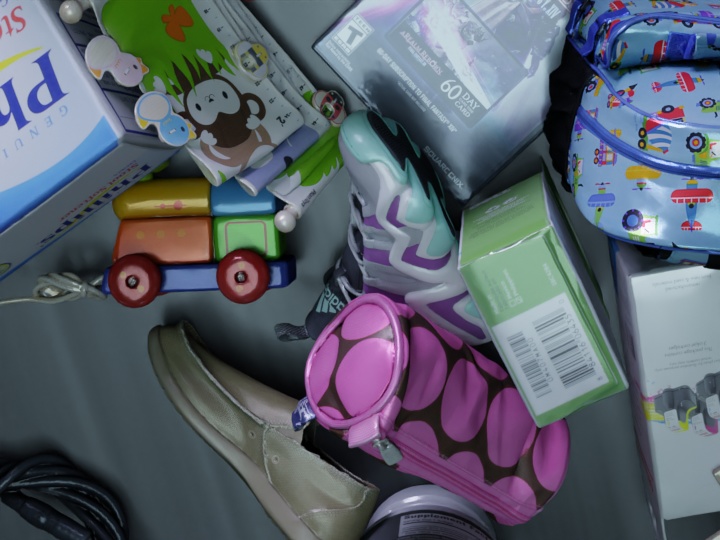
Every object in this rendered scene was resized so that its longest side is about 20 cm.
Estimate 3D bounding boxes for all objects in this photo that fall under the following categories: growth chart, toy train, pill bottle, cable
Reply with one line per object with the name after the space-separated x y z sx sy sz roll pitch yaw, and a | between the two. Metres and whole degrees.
-0.084 -0.116 1.015 0.200 0.145 0.018 46 136 -16 | growth chart
-0.143 -0.038 1.081 0.198 0.085 0.117 -2 95 6 | toy train
0.042 0.221 1.070 0.114 0.200 0.117 1 106 4 | pill bottle
-0.254 0.209 1.131 0.198 0.051 0.165 -7 78 -7 | cable

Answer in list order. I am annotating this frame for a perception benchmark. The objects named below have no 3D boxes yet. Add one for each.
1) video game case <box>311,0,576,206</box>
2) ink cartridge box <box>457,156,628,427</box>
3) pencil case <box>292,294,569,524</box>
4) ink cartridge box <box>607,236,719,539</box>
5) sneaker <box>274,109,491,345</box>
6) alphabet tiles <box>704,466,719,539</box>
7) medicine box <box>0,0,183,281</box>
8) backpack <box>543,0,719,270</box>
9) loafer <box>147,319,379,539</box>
0.088 -0.159 1.056 0.200 0.019 0.143 -43 98 15 | video game case
0.107 0.007 1.005 0.059 0.200 0.105 -25 102 10 | ink cartridge box
0.052 0.095 1.035 0.091 0.094 0.199 -38 137 23 | pencil case
0.207 0.077 1.061 0.067 0.115 0.202 -9 106 5 | ink cartridge box
0.000 0.000 1.047 0.139 0.078 0.200 -27 128 12 | sneaker
0.313 0.152 1.009 0.199 0.006 0.167 -35 97 9 | alphabet tiles
-0.242 -0.108 1.027 0.181 0.103 0.201 -34 81 13 | medicine box
0.205 -0.080 0.963 0.180 0.200 0.136 3 111 -3 | backpack
-0.062 0.104 1.105 0.067 0.076 0.200 -42 83 1 | loafer
